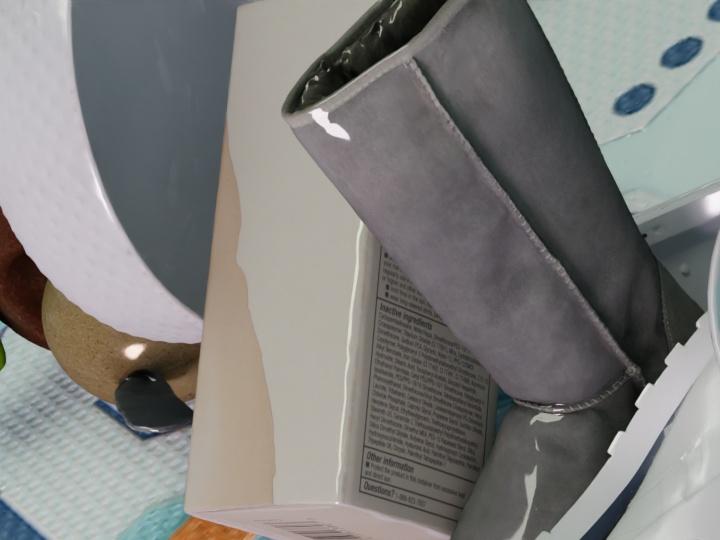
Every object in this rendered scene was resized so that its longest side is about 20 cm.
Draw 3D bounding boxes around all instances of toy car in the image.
[{"bbox_3d":[-0.102,-0.002,1.042,0.164,0.158,0.200,-33,43,-19],"label":"toy car"}]

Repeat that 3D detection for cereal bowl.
[{"bbox_3d":[-0.090,-0.067,0.939,0.083,0.200,0.200,-10,40,28],"label":"cereal bowl"}]

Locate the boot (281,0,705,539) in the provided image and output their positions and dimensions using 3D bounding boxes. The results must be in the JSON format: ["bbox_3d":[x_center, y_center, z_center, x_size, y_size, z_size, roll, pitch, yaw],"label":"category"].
[{"bbox_3d":[0.038,0.016,0.815,0.072,0.200,0.182,6,52,46],"label":"boot"}]

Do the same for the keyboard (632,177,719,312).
[{"bbox_3d":[0.173,-0.022,0.864,0.200,0.056,0.011,-24,16,26],"label":"keyboard"}]

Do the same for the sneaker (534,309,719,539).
[{"bbox_3d":[0.121,0.084,0.786,0.080,0.076,0.200,20,63,36],"label":"sneaker"}]

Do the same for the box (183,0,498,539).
[{"bbox_3d":[0.000,0.000,0.899,0.078,0.095,0.201,-8,69,38],"label":"box"}]

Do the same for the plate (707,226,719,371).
[{"bbox_3d":[0.212,0.011,0.770,0.199,0.026,0.201,-6,55,8],"label":"plate"}]
